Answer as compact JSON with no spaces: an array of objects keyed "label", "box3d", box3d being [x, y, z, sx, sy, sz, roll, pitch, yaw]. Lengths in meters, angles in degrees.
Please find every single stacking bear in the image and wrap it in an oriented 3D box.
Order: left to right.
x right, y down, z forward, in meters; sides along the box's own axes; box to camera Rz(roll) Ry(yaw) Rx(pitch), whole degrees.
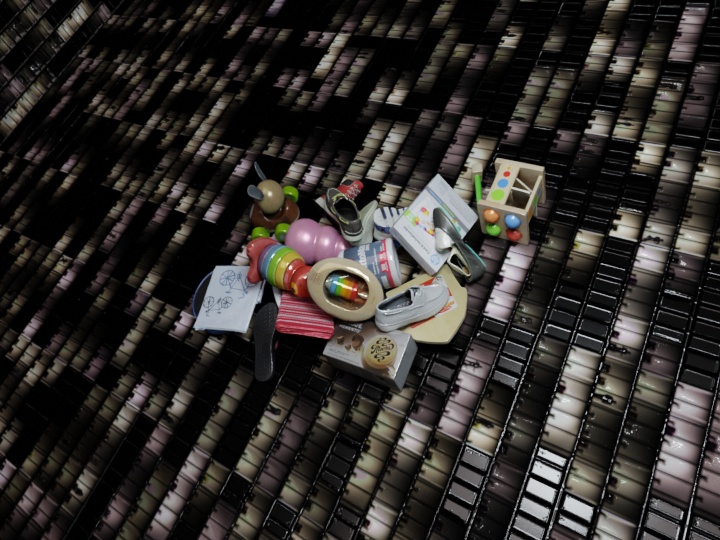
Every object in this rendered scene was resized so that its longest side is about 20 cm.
[{"label":"stacking bear","box3d":[-0.185,0.003,1.405,0.196,0.125,0.113,27,37,30]}]

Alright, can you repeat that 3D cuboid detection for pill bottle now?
[{"label":"pill bottle","box3d":[0.000,0.000,1.406,0.193,0.121,0.123,-14,55,10]}]

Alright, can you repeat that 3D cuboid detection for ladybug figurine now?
[{"label":"ladybug figurine","box3d":[-0.037,0.043,1.316,0.194,0.072,0.140,23,93,4]}]

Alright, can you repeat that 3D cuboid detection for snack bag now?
[{"label":"snack bag","box3d":[-0.351,0.078,1.514,0.182,0.022,0.206,1,60,22]}]

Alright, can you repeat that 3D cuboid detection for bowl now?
[{"label":"bowl","box3d":[-0.387,0.078,1.565,0.193,0.040,0.207,-10,58,16]}]

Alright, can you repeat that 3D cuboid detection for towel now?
[{"label":"towel","box3d":[-0.133,0.100,1.376,0.139,0.023,0.202,9,27,-6]}]

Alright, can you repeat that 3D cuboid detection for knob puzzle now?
[{"label":"knob puzzle","box3d":[0.171,0.098,1.327,0.211,0.031,0.226,-12,50,14]}]

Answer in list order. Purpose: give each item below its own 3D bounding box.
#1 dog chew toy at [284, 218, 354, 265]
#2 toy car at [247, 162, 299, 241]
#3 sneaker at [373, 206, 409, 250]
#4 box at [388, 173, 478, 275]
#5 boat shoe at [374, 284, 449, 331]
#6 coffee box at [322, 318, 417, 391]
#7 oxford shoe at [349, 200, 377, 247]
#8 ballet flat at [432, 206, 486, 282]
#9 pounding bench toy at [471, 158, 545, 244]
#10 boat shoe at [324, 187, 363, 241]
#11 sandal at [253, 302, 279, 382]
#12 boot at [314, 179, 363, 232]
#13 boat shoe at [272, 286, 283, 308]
[{"label":"dog chew toy","box3d":[-0.104,-0.066,1.495,0.192,0.126,0.128,12,63,8]},{"label":"toy car","box3d":[-0.275,-0.203,1.591,0.152,0.202,0.170,-7,57,16]},{"label":"sneaker","box3d":[0.115,-0.106,1.457,0.191,0.117,0.083,-1,56,-15]},{"label":"box","box3d":[0.185,-0.117,1.388,0.156,0.041,0.201,44,69,-4]},{"label":"boat shoe","box3d":[0.120,0.070,1.285,0.193,0.070,0.073,-18,43,-10]},{"label":"coffee box","box3d":[0.023,0.190,1.308,0.194,0.080,0.116,15,65,28]},{"label":"oxford shoe","box3d":[0.016,-0.120,1.504,0.074,0.058,0.203,-35,23,34]},{"label":"ballet flat","box3d":[0.225,-0.057,1.331,0.068,0.068,0.202,-39,92,-14]},{"label":"pounding bench toy","box3d":[0.341,-0.173,1.376,0.195,0.125,0.159,18,68,29]},{"label":"boat shoe","box3d":[-0.044,-0.163,1.440,0.069,0.062,0.203,-16,46,-16]},{"label":"sandal","box3d":[-0.242,0.188,1.445,0.072,0.045,0.208,-7,72,24]},{"label":"boot","box3d":[-0.036,-0.190,1.551,0.142,0.073,0.200,-34,36,-5]},{"label":"boat shoe","box3d":[-0.198,0.040,1.501,0.064,0.071,0.204,-23,47,7]}]
